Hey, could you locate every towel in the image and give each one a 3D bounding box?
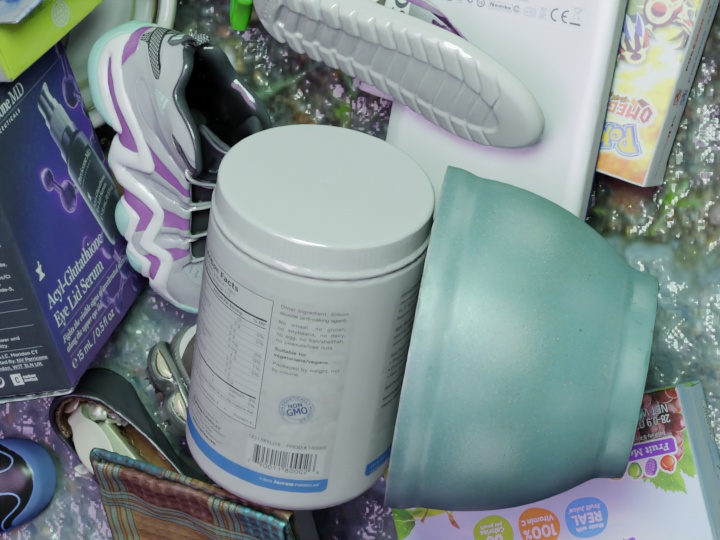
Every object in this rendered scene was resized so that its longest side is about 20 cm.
[{"bbox_3d":[-0.093,0.196,1.511,0.147,0.022,0.200,15,143,21],"label":"towel"}]

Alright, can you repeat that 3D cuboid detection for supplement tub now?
[{"bbox_3d":[-0.031,0.030,1.406,0.132,0.132,0.200,24,127,19],"label":"supplement tub"}]

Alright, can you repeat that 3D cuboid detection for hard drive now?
[{"bbox_3d":[0.088,-0.120,1.442,0.132,0.025,0.200,14,101,22],"label":"hard drive"}]

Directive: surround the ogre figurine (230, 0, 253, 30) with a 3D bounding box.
[{"bbox_3d":[-0.070,-0.218,1.481,0.200,0.120,0.098,-10,62,-15],"label":"ogre figurine"}]

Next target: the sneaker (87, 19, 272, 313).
[{"bbox_3d":[-0.095,-0.057,1.493,0.140,0.078,0.200,10,125,49],"label":"sneaker"}]

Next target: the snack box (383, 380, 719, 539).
[{"bbox_3d":[0.129,0.170,1.465,0.200,0.068,0.169,-13,87,23],"label":"snack box"}]

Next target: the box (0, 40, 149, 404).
[{"bbox_3d":[-0.234,-0.036,1.522,0.104,0.148,0.200,-7,118,22],"label":"box"}]

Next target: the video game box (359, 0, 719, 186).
[{"bbox_3d":[0.116,-0.167,1.465,0.200,0.047,0.182,20,103,20],"label":"video game box"}]

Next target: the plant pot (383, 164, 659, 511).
[{"bbox_3d":[0.097,0.050,1.364,0.134,0.200,0.200,11,97,3],"label":"plant pot"}]

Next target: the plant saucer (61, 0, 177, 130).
[{"bbox_3d":[-0.204,-0.186,1.591,0.200,0.050,0.200,1,93,21],"label":"plant saucer"}]

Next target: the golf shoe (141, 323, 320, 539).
[{"bbox_3d":[-0.059,0.118,1.534,0.094,0.078,0.200,-32,84,17],"label":"golf shoe"}]

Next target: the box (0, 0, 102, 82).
[{"bbox_3d":[-0.248,-0.169,1.497,0.200,0.122,0.048,5,129,35],"label":"box"}]

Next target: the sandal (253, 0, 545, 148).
[{"bbox_3d":[0.027,-0.140,1.422,0.203,0.082,0.050,28,63,17],"label":"sandal"}]

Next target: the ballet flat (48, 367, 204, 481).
[{"bbox_3d":[-0.138,0.149,1.572,0.073,0.073,0.200,-43,78,18],"label":"ballet flat"}]

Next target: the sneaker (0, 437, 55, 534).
[{"bbox_3d":[-0.309,0.161,1.637,0.200,0.078,0.070,-15,87,22],"label":"sneaker"}]
